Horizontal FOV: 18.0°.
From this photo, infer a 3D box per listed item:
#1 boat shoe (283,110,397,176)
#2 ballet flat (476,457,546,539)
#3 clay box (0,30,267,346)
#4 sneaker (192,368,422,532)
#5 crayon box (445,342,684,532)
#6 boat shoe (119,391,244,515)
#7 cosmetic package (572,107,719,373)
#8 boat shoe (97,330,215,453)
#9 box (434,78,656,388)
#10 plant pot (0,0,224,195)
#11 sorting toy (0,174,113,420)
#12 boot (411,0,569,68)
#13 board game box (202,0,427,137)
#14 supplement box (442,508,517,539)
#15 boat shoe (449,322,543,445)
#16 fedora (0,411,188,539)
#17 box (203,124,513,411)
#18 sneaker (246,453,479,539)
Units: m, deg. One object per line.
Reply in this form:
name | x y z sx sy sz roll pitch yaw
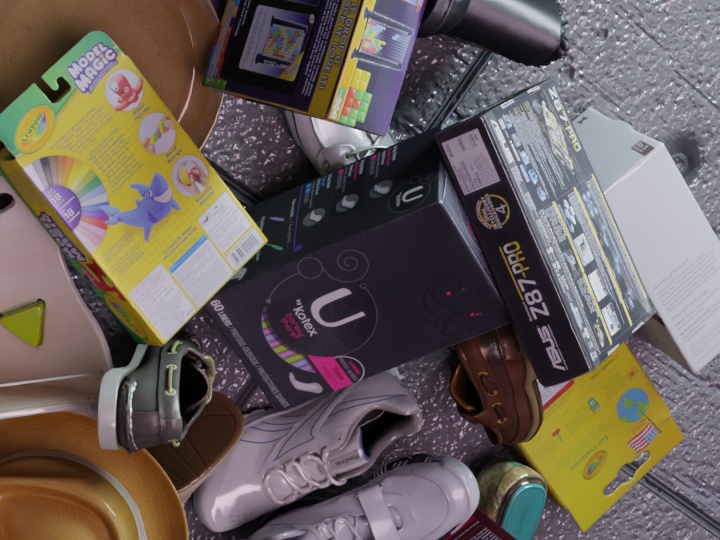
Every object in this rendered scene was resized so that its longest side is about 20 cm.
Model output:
boat shoe | 0.005 -0.084 1.723 0.074 0.067 0.200 -37 121 -12
ballet flat | 0.102 0.248 1.903 0.071 0.071 0.200 6 109 -30
clay box | -0.168 -0.059 1.593 0.115 0.048 0.200 -46 112 -23
sneaker | -0.042 0.139 1.771 0.200 0.087 0.075 -35 122 -11
crayon box | 0.173 0.108 1.895 0.127 0.051 0.200 -41 122 -9
boat shoe | -0.171 0.168 1.731 0.200 0.072 0.065 -41 162 -9
cosmetic package | 0.228 -0.025 1.840 0.081 0.113 0.200 -42 121 -8
boat shoe | -0.137 0.085 1.638 0.060 0.202 0.072 2 102 8
box | 0.139 -0.032 1.671 0.161 0.049 0.200 -33 100 -60
plant pot | -0.191 -0.138 1.621 0.200 0.027 0.200 -11 114 -25
sorting toy | -0.281 0.022 1.593 0.200 0.107 0.180 -6 107 -26
boot | 0.081 -0.191 1.652 0.162 0.198 0.073 22 100 -26
board game box | -0.020 -0.205 1.588 0.057 0.165 0.200 15 93 -39
supplement box | 0.064 0.239 1.797 0.109 0.200 0.061 -37 122 -11
boat shoe | 0.099 0.083 1.741 0.067 0.072 0.200 -19 155 -7
fedora | -0.223 0.192 1.644 0.200 0.082 0.201 0 82 -3
box | 0.000 0.000 1.674 0.200 0.106 0.122 -23 121 19
sneaker | -0.008 0.206 1.744 0.200 0.115 0.075 -20 99 26
